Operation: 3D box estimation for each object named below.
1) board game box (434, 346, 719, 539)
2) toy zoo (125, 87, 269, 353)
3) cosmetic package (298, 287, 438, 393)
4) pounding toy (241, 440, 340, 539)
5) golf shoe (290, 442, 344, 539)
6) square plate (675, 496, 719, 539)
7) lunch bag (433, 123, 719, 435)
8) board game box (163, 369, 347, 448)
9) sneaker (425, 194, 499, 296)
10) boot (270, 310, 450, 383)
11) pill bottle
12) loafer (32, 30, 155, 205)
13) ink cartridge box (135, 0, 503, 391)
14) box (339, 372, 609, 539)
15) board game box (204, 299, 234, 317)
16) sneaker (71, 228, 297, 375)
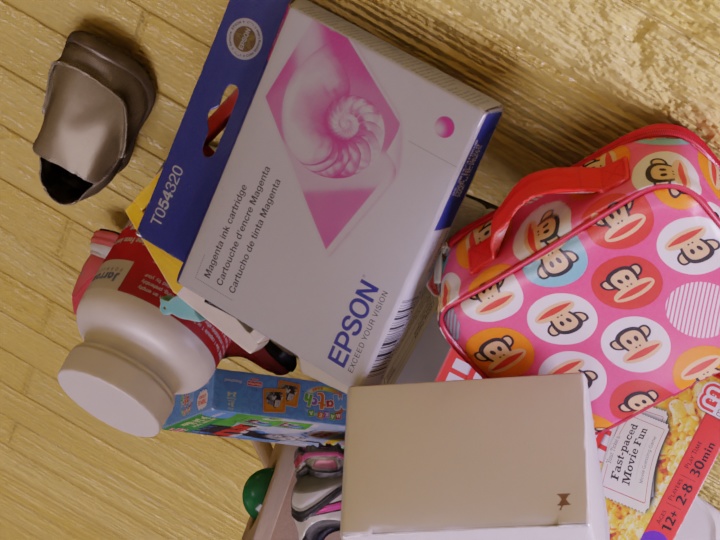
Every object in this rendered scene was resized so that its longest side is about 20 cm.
[{"bbox_3d":[0.150,0.101,1.509,0.199,0.152,0.046,26,-167,6],"label":"board game box"},{"bbox_3d":[-0.068,-0.039,1.419,0.200,0.020,0.131,-45,82,22],"label":"toy zoo"},{"bbox_3d":[0.000,0.000,1.526,0.073,0.104,0.200,23,153,16],"label":"cosmetic package"},{"bbox_3d":[-0.034,0.211,1.901,0.199,0.185,0.142,22,155,-4],"label":"pounding toy"},{"bbox_3d":[0.043,0.184,1.702,0.199,0.093,0.073,-2,166,17],"label":"golf shoe"},{"bbox_3d":[0.197,0.189,1.615,0.199,0.198,0.028,34,120,-10],"label":"square plate"},{"bbox_3d":[0.146,0.004,1.316,0.199,0.082,0.176,-29,125,27],"label":"lunch bag"},{"bbox_3d":[-0.045,0.116,1.752,0.199,0.037,0.151,7,168,-19],"label":"board game box"},{"bbox_3d":[0.109,-0.001,1.425,0.199,0.082,0.077,32,116,-23],"label":"sneaker"},{"bbox_3d":[-0.002,0.050,1.682,0.199,0.074,0.096,29,166,12],"label":"boot"},{"bbox_3d":[-0.138,0.016,1.585,0.112,0.201,0.112,23,155,12],"label":"pill bottle"},{"bbox_3d":[-0.198,-0.104,1.580,0.076,0.068,0.200,26,156,6],"label":"loafer"},{"bbox_3d":[-0.037,-0.058,1.344,0.199,0.197,0.043,29,-161,17],"label":"ink cartridge box"},{"bbox_3d":[0.078,0.164,1.359,0.151,0.107,0.200,-3,144,8],"label":"box"},{"bbox_3d":[-0.022,-0.049,1.375,0.104,0.201,0.023,27,-162,17],"label":"board game box"},{"bbox_3d":[-0.147,0.046,1.773,0.199,0.087,0.074,30,178,6],"label":"sneaker"}]
